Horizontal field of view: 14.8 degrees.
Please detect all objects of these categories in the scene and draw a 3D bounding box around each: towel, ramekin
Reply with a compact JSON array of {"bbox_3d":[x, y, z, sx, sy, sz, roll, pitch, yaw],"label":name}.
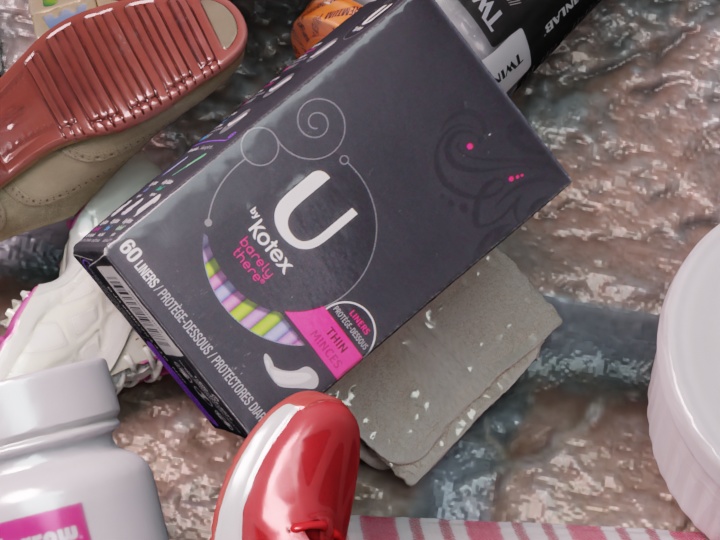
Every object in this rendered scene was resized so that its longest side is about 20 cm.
[{"bbox_3d":[0.089,0.152,1.335,0.199,0.146,0.030,3,98,-4],"label":"towel"},{"bbox_3d":[0.237,0.068,1.391,0.202,0.094,0.203,6,60,-10],"label":"ramekin"},{"bbox_3d":[0.000,0.000,1.411,0.133,0.034,0.200,-43,99,-21],"label":"towel"}]

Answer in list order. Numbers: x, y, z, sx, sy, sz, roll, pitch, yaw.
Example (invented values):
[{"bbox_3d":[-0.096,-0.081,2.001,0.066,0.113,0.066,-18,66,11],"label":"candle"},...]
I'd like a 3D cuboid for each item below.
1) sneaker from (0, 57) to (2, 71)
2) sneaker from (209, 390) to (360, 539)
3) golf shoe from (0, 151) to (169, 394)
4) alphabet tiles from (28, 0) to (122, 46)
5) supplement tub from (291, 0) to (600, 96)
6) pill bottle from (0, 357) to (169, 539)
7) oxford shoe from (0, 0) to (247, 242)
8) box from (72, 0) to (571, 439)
[{"bbox_3d":[-0.245,-0.083,1.430,0.077,0.078,0.200,2,56,22],"label":"sneaker"},{"bbox_3d":[-0.013,0.157,1.228,0.115,0.078,0.201,9,82,44],"label":"sneaker"},{"bbox_3d":[-0.132,0.035,1.393,0.091,0.075,0.200,29,69,3],"label":"golf shoe"},{"bbox_3d":[-0.079,-0.177,1.443,0.199,0.008,0.167,-17,27,-2],"label":"alphabet tiles"},{"bbox_3d":[0.063,-0.162,1.465,0.122,0.123,0.200,39,70,10],"label":"supplement tub"},{"bbox_3d":[-0.141,0.149,1.294,0.113,0.113,0.201,-14,88,-11],"label":"pill bottle"},{"bbox_3d":[-0.141,-0.071,1.367,0.200,0.075,0.071,-26,58,4],"label":"oxford shoe"},{"bbox_3d":[-0.020,-0.027,1.324,0.200,0.106,0.122,-41,100,-11],"label":"box"}]
